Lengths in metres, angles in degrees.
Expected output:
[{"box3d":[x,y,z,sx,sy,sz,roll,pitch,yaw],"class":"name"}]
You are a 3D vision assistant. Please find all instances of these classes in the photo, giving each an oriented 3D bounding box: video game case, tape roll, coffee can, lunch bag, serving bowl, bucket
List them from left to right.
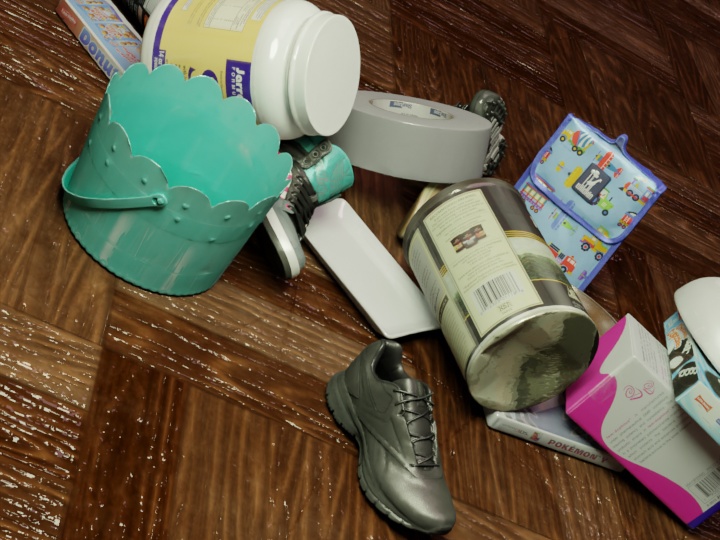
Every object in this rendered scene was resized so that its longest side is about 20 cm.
[{"box3d":[-0.180,-0.086,1.320,0.205,0.135,0.208,26,31,-17],"class":"bucket"},{"box3d":[0.055,-0.162,1.652,0.197,0.067,0.200,9,15,-2],"class":"tape roll"},{"box3d":[0.144,0.024,1.447,0.145,0.147,0.201,12,38,-34],"class":"coffee can"},{"box3d":[0.200,0.121,1.532,0.181,0.023,0.201,21,34,-24],"class":"video game case"},{"box3d":[0.277,-0.090,1.725,0.150,0.201,0.094,39,30,8],"class":"lunch bag"},{"box3d":[0.429,0.080,1.494,0.200,0.066,0.201,40,22,-20],"class":"serving bowl"}]

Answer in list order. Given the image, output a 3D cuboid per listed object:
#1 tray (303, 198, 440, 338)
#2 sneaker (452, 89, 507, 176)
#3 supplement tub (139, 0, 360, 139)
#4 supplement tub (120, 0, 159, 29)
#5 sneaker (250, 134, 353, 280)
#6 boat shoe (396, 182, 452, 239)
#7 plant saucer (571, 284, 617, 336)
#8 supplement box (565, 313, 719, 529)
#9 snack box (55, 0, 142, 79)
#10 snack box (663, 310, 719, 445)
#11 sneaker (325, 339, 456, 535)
[{"box3d":[0.000,0.000,1.497,0.107,0.022,0.200,-7,51,-51],"class":"tray"},{"box3d":[0.141,-0.188,1.798,0.090,0.067,0.200,30,-11,14],"class":"sneaker"},{"box3d":[-0.114,-0.216,1.445,0.198,0.147,0.145,12,21,25],"class":"supplement tub"},{"box3d":[-0.199,-0.311,1.625,0.122,0.123,0.200,-11,54,-51],"class":"supplement tub"},{"box3d":[-0.060,-0.077,1.446,0.119,0.084,0.201,-17,46,-9],"class":"sneaker"},{"box3d":[0.101,-0.075,1.654,0.064,0.072,0.200,37,29,4],"class":"boat shoe"},{"box3d":[0.219,0.043,1.617,0.198,0.032,0.201,26,17,-9],"class":"plant saucer"},{"box3d":[0.322,0.161,1.481,0.200,0.101,0.104,42,24,-14],"class":"supplement box"},{"box3d":[-0.263,-0.238,1.555,0.071,0.024,0.200,-11,54,-50],"class":"snack box"},{"box3d":[0.378,0.123,1.463,0.116,0.037,0.200,44,21,-9],"class":"snack box"},{"box3d":[0.036,0.149,1.262,0.075,0.091,0.201,6,43,-44],"class":"sneaker"}]
